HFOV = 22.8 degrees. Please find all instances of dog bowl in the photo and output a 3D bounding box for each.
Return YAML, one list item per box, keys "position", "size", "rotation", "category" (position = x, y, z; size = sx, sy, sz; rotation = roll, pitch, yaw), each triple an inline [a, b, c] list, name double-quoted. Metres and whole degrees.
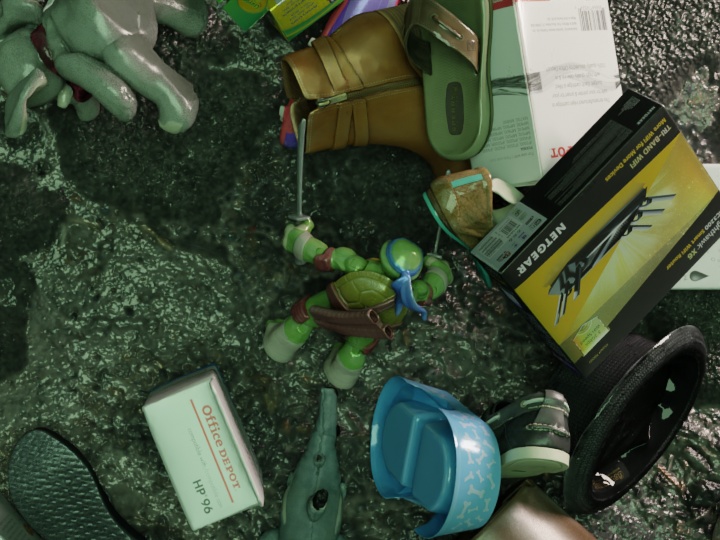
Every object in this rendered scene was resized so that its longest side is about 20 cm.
- position: [0.066, 0.163, 1.570]
  size: [0.050, 0.200, 0.112]
  rotation: [6, 102, -21]
  category: "dog bowl"

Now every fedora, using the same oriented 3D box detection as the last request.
- position: [0.223, 0.119, 1.612]
  size: [0.092, 0.201, 0.201]
  rotation: [32, 88, 29]
  category: "fedora"

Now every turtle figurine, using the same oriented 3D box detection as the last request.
- position: [0.000, 0.000, 1.583]
  size: [0.144, 0.194, 0.200]
  rotation: [-3, 55, -38]
  category: "turtle figurine"

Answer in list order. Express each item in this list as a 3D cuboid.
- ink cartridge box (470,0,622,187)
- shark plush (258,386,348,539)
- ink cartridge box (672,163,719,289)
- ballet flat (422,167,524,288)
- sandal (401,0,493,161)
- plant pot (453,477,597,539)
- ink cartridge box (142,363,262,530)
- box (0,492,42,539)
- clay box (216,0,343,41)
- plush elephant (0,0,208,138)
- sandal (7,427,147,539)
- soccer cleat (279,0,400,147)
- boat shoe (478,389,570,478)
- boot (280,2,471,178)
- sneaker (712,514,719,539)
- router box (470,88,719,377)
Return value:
- position: [0.158, -0.177, 1.586]
  size: [0.147, 0.083, 0.200]
  rotation: [-10, 92, -48]
  category: "ink cartridge box"
- position: [-0.031, 0.210, 1.614]
  size: [0.091, 0.083, 0.200]
  rotation: [20, 90, -4]
  category: "shark plush"
- position: [0.348, -0.040, 1.644]
  size: [0.200, 0.068, 0.116]
  rotation: [-1, 91, -4]
  category: "ink cartridge box"
- position: [0.115, -0.041, 1.553]
  size: [0.072, 0.200, 0.068]
  rotation: [-28, 62, 7]
  category: "ballet flat"
- position: [0.071, -0.193, 1.520]
  size: [0.080, 0.057, 0.201]
  rotation: [-6, 95, 39]
  category: "sandal"
- position: [0.162, 0.305, 1.585]
  size: [0.200, 0.200, 0.198]
  rotation: [-43, 85, -2]
  category: "plant pot"
- position: [-0.135, 0.151, 1.540]
  size: [0.068, 0.200, 0.116]
  rotation: [-23, 92, -3]
  category: "ink cartridge box"
- position: [-0.302, 0.304, 1.577]
  size: [0.097, 0.124, 0.200]
  rotation: [-41, 93, -2]
  category: "box"
- position: [-0.040, -0.288, 1.594]
  size: [0.200, 0.048, 0.115]
  rotation: [-37, 49, -1]
  category: "clay box"
- position: [-0.251, -0.186, 1.569]
  size: [0.200, 0.155, 0.165]
  rotation: [26, 44, -35]
  category: "plush elephant"
- position: [-0.250, 0.228, 1.626]
  size: [0.076, 0.043, 0.200]
  rotation: [-36, 103, 4]
  category: "sandal"
- position: [-0.010, -0.196, 1.619]
  size: [0.076, 0.067, 0.200]
  rotation: [26, 85, -1]
  category: "soccer cleat"
- position: [0.130, 0.149, 1.575]
  size: [0.072, 0.200, 0.068]
  rotation: [6, 76, -19]
  category: "boat shoe"
- position: [0.018, -0.130, 1.588]
  size: [0.155, 0.074, 0.200]
  rotation: [-25, 105, -22]
  category: "boot"
- position: [0.418, 0.197, 1.648]
  size: [0.105, 0.075, 0.200]
  rotation: [37, 84, 2]
  category: "sneaker"
- position: [0.212, -0.030, 1.532]
  size: [0.200, 0.052, 0.157]
  rotation: [-46, 128, -4]
  category: "router box"
